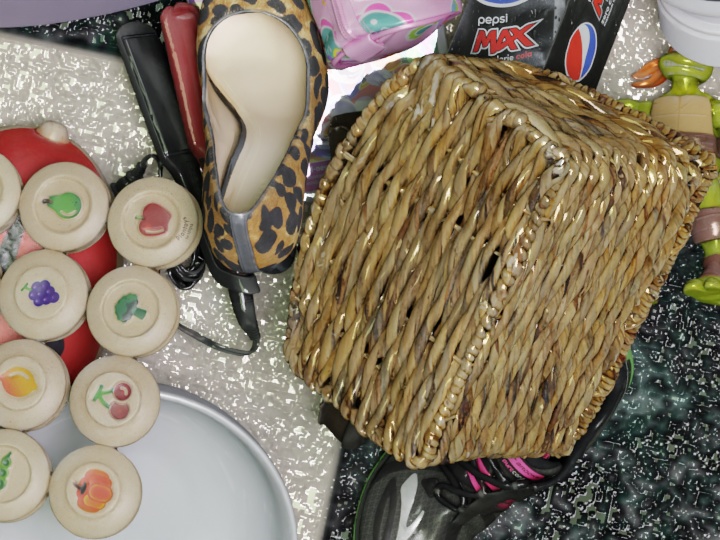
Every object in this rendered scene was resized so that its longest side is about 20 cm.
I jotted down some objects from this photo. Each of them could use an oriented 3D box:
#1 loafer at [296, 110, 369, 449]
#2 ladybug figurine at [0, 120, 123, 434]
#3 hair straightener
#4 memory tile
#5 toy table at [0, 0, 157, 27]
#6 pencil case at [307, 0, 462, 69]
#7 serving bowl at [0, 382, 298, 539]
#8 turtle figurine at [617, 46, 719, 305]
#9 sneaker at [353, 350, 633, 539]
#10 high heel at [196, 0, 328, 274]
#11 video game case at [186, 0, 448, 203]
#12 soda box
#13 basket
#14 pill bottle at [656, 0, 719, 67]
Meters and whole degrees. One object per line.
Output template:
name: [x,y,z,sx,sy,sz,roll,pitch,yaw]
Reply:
loafer: [0.000,0.000,1.684,0.071,0.073,0.201,13,101,17]
ladybug figurine: [-0.204,0.012,1.673,0.135,0.072,0.201,16,93,-3]
hair straightener: [-0.100,-0.046,1.692,0.077,0.041,0.201,-15,95,36]
memory tile: [-0.175,0.037,1.609,0.153,0.017,0.201,10,80,6]
toy table: [-0.150,-0.208,1.612,0.200,0.183,0.118,-10,85,42]
pencil case: [-0.015,-0.213,1.639,0.087,0.087,0.201,-21,88,-1]
serving bowl: [-0.137,0.146,1.676,0.199,0.066,0.201,-3,112,-8]
turtle figurine: [0.171,-0.063,1.690,0.199,0.064,0.162,4,78,10]
sneaker: [0.072,0.102,1.685,0.077,0.084,0.200,45,91,-4]
high heel: [-0.057,-0.098,1.597,0.071,0.143,0.201,-5,87,5]
video game case: [-0.025,-0.141,1.699,0.143,0.018,0.201,-10,94,-2]
soda box: [0.108,-0.160,1.654,0.063,0.071,0.201,16,81,31]
basket: [0.065,-0.010,1.588,0.143,0.149,0.201,37,114,33]
pill bottle: [0.194,-0.206,1.592,0.111,0.200,0.112,-5,49,6]
